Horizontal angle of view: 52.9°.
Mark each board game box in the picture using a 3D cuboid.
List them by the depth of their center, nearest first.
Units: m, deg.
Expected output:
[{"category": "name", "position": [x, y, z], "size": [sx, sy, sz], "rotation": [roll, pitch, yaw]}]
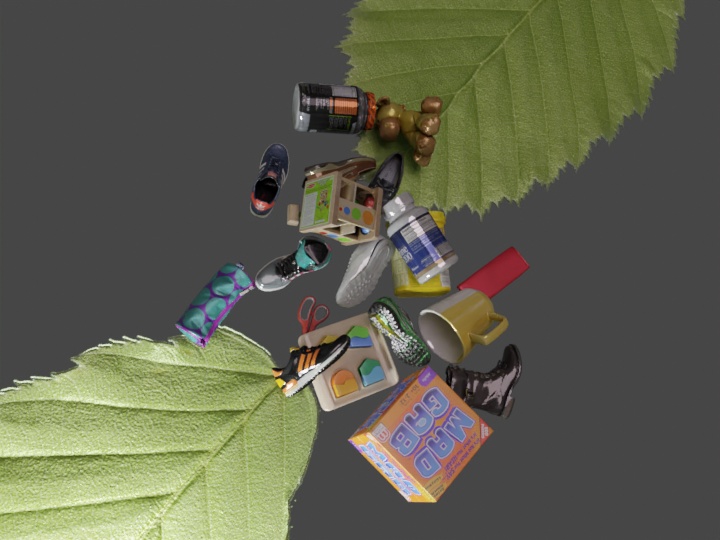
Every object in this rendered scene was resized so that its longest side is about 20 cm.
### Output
[{"category": "board game box", "position": [0.128, 0.365, 1.599], "size": [0.200, 0.200, 0.200], "rotation": [44, 68, 3]}]

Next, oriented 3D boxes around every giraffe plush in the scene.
[{"category": "giraffe plush", "position": [0.112, -0.377, 1.842], "size": [0.161, 0.173, 0.200], "rotation": [10, 36, -2]}]

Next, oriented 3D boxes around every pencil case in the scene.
[{"category": "pencil case", "position": [-0.325, 0.076, 1.640], "size": [0.092, 0.085, 0.200], "rotation": [27, 67, 25]}]

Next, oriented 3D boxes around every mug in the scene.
[{"category": "mug", "position": [0.255, 0.131, 1.731], "size": [0.153, 0.150, 0.186], "rotation": [-34, 58, -29]}]

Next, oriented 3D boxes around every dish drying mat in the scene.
[{"category": "dish drying mat", "position": [0.341, 0.018, 1.856], "size": [0.200, 0.018, 0.077], "rotation": [-35, 83, -20]}]

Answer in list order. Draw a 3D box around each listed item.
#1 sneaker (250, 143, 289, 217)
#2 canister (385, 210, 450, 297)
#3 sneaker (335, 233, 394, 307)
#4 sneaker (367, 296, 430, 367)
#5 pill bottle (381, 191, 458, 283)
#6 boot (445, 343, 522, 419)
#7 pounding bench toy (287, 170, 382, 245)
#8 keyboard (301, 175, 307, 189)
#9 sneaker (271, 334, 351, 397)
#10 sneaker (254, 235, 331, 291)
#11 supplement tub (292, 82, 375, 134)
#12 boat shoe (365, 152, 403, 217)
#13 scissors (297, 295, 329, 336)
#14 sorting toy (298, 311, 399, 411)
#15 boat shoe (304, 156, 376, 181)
[{"category": "sneaker", "position": [-0.216, -0.230, 1.762], "size": [0.075, 0.085, 0.201], "rotation": [14, 70, -9]}, {"category": "canister", "position": [0.144, -0.039, 1.790], "size": [0.148, 0.087, 0.201], "rotation": [-1, 75, -13]}, {"category": "sneaker", "position": [0.000, 0.000, 1.756], "size": [0.080, 0.076, 0.200], "rotation": [30, 79, 41]}, {"category": "sneaker", "position": [0.105, 0.143, 1.729], "size": [0.200, 0.078, 0.085], "rotation": [54, 32, -8]}, {"category": "pill bottle", "position": [0.132, -0.079, 1.695], "size": [0.111, 0.111, 0.201], "rotation": [-30, 84, -20]}, {"category": "boot", "position": [0.290, 0.255, 1.742], "size": [0.173, 0.069, 0.201], "rotation": [16, 72, -9]}, {"category": "pounding bench toy", "position": [-0.061, -0.135, 1.711], "size": [0.155, 0.199, 0.125], "rotation": [16, 74, -38]}, {"category": "keyboard", "position": [-0.065, -0.164, 1.814], "size": [0.199, 0.040, 0.104], "rotation": [35, 45, 0]}, {"category": "sneaker", "position": [-0.115, 0.195, 1.629], "size": [0.200, 0.070, 0.090], "rotation": [-42, 81, 10]}, {"category": "sneaker", "position": [-0.150, -0.018, 1.692], "size": [0.199, 0.121, 0.084], "rotation": [-27, 81, -19]}, {"category": "supplement tub", "position": [-0.068, -0.409, 1.834], "size": [0.199, 0.123, 0.123], "rotation": [2, 73, -14]}, {"category": "boat shoe", "position": [0.064, -0.219, 1.829], "size": [0.074, 0.066, 0.200], "rotation": [33, 63, -3]}, {"category": "scissors", "position": [-0.133, 0.157, 1.702], "size": [0.073, 0.014, 0.201], "rotation": [24, 70, -8]}, {"category": "sorting toy", "position": [-0.025, 0.208, 1.692], "size": [0.199, 0.036, 0.186], "rotation": [-18, 81, -20]}, {"category": "boat shoe", "position": [-0.049, -0.237, 1.809], "size": [0.199, 0.076, 0.074], "rotation": [-15, 95, -31]}]
